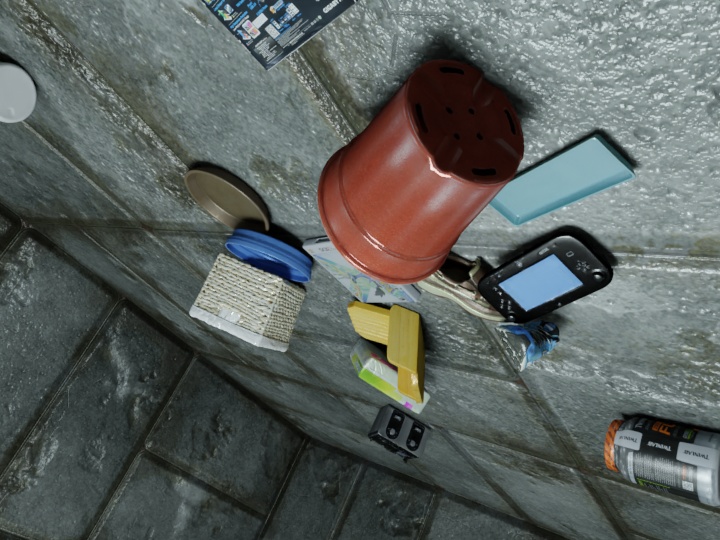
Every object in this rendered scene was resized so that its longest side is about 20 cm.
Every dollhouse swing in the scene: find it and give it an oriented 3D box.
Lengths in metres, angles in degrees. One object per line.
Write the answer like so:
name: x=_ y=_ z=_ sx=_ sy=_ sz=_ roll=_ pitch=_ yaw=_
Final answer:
dollhouse swing: x=0.055 y=0.186 z=1.312 sx=0.170 sy=0.187 sz=0.202 roll=0 pitch=151 yaw=10

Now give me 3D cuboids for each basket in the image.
basket: x=-0.258 y=0.077 z=1.375 sx=0.193 sy=0.165 sz=0.200 roll=21 pitch=175 yaw=16

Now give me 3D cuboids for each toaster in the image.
toaster: x=0.132 y=0.572 z=2.035 sx=0.178 sy=0.121 sz=0.201 roll=30 pitch=156 yaw=-1

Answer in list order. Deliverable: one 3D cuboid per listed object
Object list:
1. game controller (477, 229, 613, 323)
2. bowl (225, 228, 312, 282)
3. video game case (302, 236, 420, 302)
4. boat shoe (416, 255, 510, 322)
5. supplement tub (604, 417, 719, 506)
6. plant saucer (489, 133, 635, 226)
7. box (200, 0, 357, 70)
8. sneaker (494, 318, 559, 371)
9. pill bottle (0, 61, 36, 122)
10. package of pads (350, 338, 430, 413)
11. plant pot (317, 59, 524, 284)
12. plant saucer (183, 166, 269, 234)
game controller: x=0.259 y=0.014 z=0.839 sx=0.103 sy=0.043 sz=0.199 roll=33 pitch=142 yaw=-15
bowl: x=-0.193 y=-0.033 z=1.254 sx=0.195 sy=0.040 sz=0.201 roll=21 pitch=167 yaw=5
video game case: x=0.000 y=0.000 z=1.169 sx=0.200 sy=0.022 sz=0.180 roll=43 pitch=153 yaw=-29
boat shoe: x=0.183 y=0.021 z=0.946 sx=0.197 sy=0.076 sz=0.076 roll=18 pitch=138 yaw=9
supplement tub: x=0.573 y=0.350 z=1.094 sx=0.196 sy=0.125 sz=0.123 roll=4 pitch=147 yaw=44
plant saucer: x=0.232 y=-0.105 z=0.706 sx=0.069 sy=0.019 sz=0.199 roll=36 pitch=155 yaw=-14
box: x=-0.102 y=-0.319 z=0.620 sx=0.158 sy=0.047 sz=0.198 roll=42 pitch=154 yaw=-26
sneaker: x=0.279 y=0.108 z=0.956 sx=0.080 sy=0.089 sz=0.199 roll=60 pitch=-166 yaw=15
pill bottle: x=-0.763 y=-0.369 z=1.180 sx=0.195 sy=0.115 sz=0.114 roll=16 pitch=154 yaw=27
package of pads: x=0.072 y=0.266 z=1.494 sx=0.198 sy=0.069 sz=0.155 roll=35 pitch=-176 yaw=-16
plant pot: x=0.072 y=-0.116 z=0.668 sx=0.198 sy=0.204 sz=0.195 roll=32 pitch=148 yaw=-9
plant saucer: x=-0.266 y=-0.142 z=1.179 sx=0.195 sy=0.030 sz=0.201 roll=24 pitch=156 yaw=11
